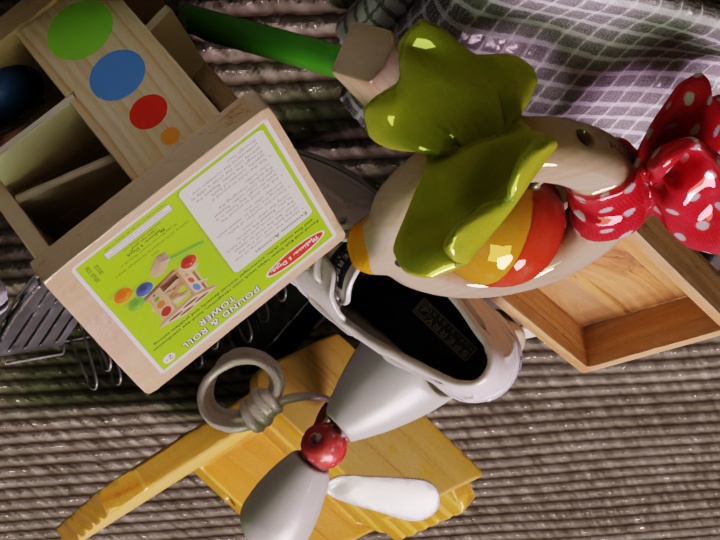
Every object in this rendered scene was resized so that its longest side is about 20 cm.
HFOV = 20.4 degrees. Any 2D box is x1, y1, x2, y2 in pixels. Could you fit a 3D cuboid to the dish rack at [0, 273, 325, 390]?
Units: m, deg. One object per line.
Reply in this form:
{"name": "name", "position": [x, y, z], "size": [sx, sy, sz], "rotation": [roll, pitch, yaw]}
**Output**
{"name": "dish rack", "position": [-0.111, 0.020, 1.174], "size": [0.199, 0.055, 0.153], "rotation": [-10, 156, -32]}

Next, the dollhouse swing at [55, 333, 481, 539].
{"name": "dollhouse swing", "position": [-0.063, 0.156, 1.290], "size": [0.182, 0.176, 0.200], "rotation": [44, 154, -3]}

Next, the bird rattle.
{"name": "bird rattle", "position": [0.082, -0.041, 0.946], "size": [0.199, 0.113, 0.163], "rotation": [1, 152, -36]}

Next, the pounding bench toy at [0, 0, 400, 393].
{"name": "pounding bench toy", "position": [-0.085, -0.079, 0.960], "size": [0.200, 0.156, 0.124], "rotation": [-38, 148, -3]}

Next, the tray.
{"name": "tray", "position": [0.124, -0.004, 1.101], "size": [0.098, 0.037, 0.200], "rotation": [-18, 151, 25]}

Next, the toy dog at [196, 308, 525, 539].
{"name": "toy dog", "position": [0.014, 0.079, 1.174], "size": [0.200, 0.132, 0.096], "rotation": [-32, 153, 16]}

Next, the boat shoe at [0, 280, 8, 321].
{"name": "boat shoe", "position": [-0.234, 0.051, 1.141], "size": [0.072, 0.071, 0.200], "rotation": [-24, 178, -23]}

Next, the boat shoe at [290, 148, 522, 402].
{"name": "boat shoe", "position": [0.000, 0.000, 1.080], "size": [0.072, 0.200, 0.066], "rotation": [-47, 166, 5]}

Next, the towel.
{"name": "towel", "position": [0.109, -0.119, 0.987], "size": [0.199, 0.086, 0.166], "rotation": [7, 149, -26]}

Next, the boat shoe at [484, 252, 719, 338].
{"name": "boat shoe", "position": [0.153, -0.017, 1.196], "size": [0.200, 0.072, 0.061], "rotation": [-22, 142, 13]}
